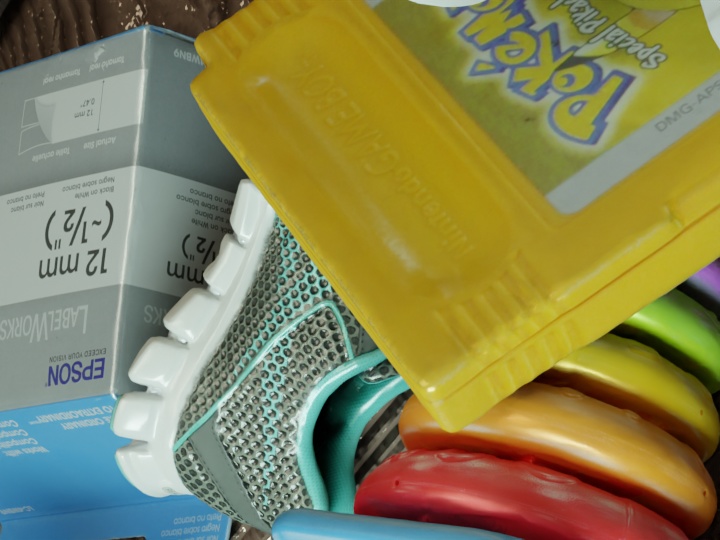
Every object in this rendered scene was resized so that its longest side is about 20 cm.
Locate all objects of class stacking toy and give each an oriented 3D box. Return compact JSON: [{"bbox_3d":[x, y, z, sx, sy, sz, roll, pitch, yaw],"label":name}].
[{"bbox_3d":[0.069,0.020,0.803,0.110,0.116,0.200,2,65,43],"label":"stacking toy"}]

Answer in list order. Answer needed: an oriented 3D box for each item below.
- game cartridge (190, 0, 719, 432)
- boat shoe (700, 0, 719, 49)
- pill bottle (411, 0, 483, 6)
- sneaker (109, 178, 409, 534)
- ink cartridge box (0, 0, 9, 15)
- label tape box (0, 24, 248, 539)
[{"bbox_3d":[0.063,-0.066,0.799,0.200,0.032,0.176,-33,46,-6],"label":"game cartridge"},{"bbox_3d":[0.126,-0.100,0.714,0.065,0.073,0.200,-57,33,37],"label":"boat shoe"},{"bbox_3d":[0.060,-0.165,0.703,0.200,0.113,0.113,-45,47,40],"label":"pill bottle"},{"bbox_3d":[0.000,0.000,0.909,0.091,0.078,0.200,29,99,28],"label":"sneaker"},{"bbox_3d":[-0.191,-0.183,1.197,0.200,0.041,0.200,-58,42,17],"label":"ink cartridge box"},{"bbox_3d":[-0.108,0.024,1.014,0.143,0.066,0.201,-10,68,47],"label":"label tape box"}]
